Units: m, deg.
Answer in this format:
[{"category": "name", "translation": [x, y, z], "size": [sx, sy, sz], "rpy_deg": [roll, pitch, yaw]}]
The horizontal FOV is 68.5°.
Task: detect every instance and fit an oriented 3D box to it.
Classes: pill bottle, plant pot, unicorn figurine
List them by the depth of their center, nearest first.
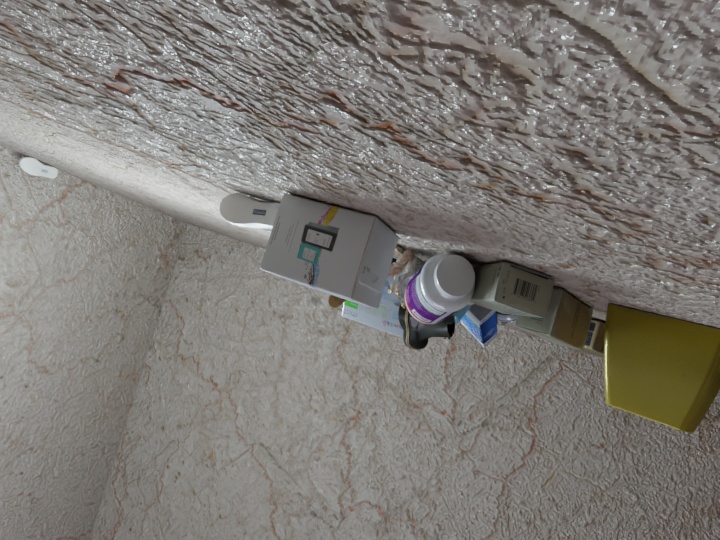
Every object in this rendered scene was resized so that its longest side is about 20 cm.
[{"category": "plant pot", "translation": [0.561, 0.190, 0.987], "size": [0.196, 0.182, 0.198], "rpy_deg": [15, 176, 41]}, {"category": "pill bottle", "translation": [0.160, 0.035, 1.057], "size": [0.109, 0.116, 0.200], "rpy_deg": [18, 162, -4]}, {"category": "unicorn figurine", "translation": [0.130, 0.020, 1.210], "size": [0.073, 0.139, 0.201], "rpy_deg": [26, 166, 26]}]

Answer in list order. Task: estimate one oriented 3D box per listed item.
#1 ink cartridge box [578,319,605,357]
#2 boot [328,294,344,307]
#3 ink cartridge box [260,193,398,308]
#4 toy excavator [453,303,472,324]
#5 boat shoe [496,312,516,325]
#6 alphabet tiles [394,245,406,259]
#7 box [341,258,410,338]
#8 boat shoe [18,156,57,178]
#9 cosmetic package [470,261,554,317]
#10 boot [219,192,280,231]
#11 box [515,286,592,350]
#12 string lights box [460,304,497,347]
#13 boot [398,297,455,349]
[{"category": "ink cartridge box", "translation": [0.599, 0.174, 1.373], "size": [0.196, 0.077, 0.163], "rpy_deg": [20, 178, -31]}, {"category": "boot", "translation": [0.000, 0.001, 1.290], "size": [0.071, 0.201, 0.144], "rpy_deg": [45, -159, -6]}, {"category": "ink cartridge box", "translation": [-0.053, -0.033, 0.986], "size": [0.195, 0.150, 0.146], "rpy_deg": [16, 176, 23]}, {"category": "toy excavator", "translation": [0.227, 0.065, 1.262], "size": [0.197, 0.100, 0.197], "rpy_deg": [17, 144, 48]}, {"category": "boat shoe", "translation": [0.390, 0.115, 1.456], "size": [0.068, 0.072, 0.200], "rpy_deg": [61, 176, -14]}, {"category": "alphabet tiles", "translation": [0.024, -0.062, 1.245], "size": [0.196, 0.015, 0.194], "rpy_deg": [17, 176, 32]}, {"category": "box", "translation": [0.064, 0.057, 1.396], "size": [0.195, 0.182, 0.096], "rpy_deg": [17, -167, 26]}, {"category": "boat shoe", "translation": [-1.452, -0.464, 2.362], "size": [0.067, 0.074, 0.200], "rpy_deg": [16, -175, 13]}, {"category": "cosmetic package", "translation": [0.271, 0.037, 0.998], "size": [0.102, 0.073, 0.200], "rpy_deg": [18, 176, -6]}, {"category": "boot", "translation": [-0.220, -0.116, 1.186], "size": [0.195, 0.075, 0.090], "rpy_deg": [16, 170, 27]}, {"category": "box", "translation": [0.399, 0.096, 1.080], "size": [0.076, 0.098, 0.197], "rpy_deg": [13, 176, 42]}, {"category": "string lights box", "translation": [0.314, 0.122, 1.428], "size": [0.103, 0.059, 0.201], "rpy_deg": [48, 174, 30]}, {"category": "boot", "translation": [0.174, 0.154, 1.288], "size": [0.135, 0.079, 0.201], "rpy_deg": [16, 156, 27]}]
